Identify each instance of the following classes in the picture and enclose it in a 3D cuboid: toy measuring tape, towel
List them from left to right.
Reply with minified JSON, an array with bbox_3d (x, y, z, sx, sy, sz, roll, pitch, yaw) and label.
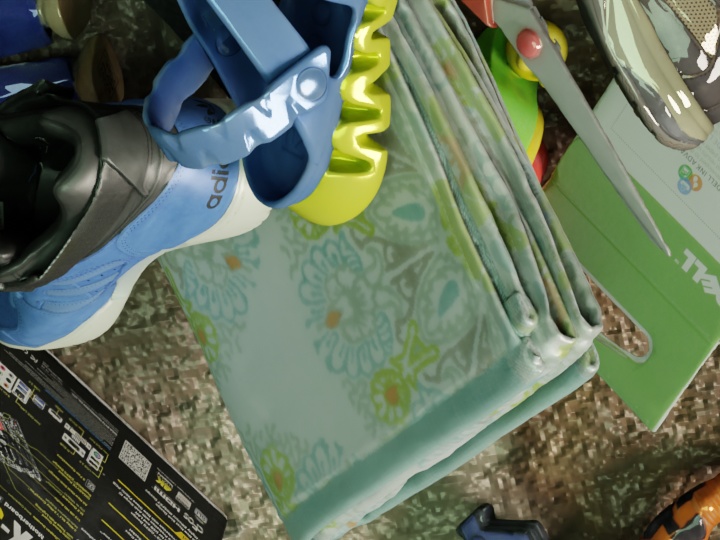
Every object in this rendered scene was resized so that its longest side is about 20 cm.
[{"bbox_3d":[0.000,0.000,1.000,0.200,0.048,0.172,-38,70,45],"label":"towel"},{"bbox_3d":[0.017,-0.025,1.041,0.073,0.074,0.200,38,114,-10],"label":"toy measuring tape"}]

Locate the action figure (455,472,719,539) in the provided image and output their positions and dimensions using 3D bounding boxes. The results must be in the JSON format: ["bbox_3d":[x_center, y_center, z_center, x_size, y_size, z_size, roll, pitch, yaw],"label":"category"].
[{"bbox_3d":[0.136,0.179,1.108,0.193,0.105,0.201,-22,86,23],"label":"action figure"}]

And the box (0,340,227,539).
[{"bbox_3d":[-0.152,0.094,1.075,0.049,0.160,0.200,-40,105,24],"label":"box"}]

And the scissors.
[{"bbox_3d":[0.058,-0.096,0.903,0.200,0.014,0.073,49,130,20],"label":"scissors"}]

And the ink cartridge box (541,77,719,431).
[{"bbox_3d":[0.147,-0.044,0.990,0.104,0.059,0.200,47,127,21],"label":"ink cartridge box"}]

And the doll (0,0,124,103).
[{"bbox_3d":[-0.203,-0.071,1.065,0.199,0.049,0.137,-11,125,14],"label":"doll"}]

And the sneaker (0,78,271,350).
[{"bbox_3d":[-0.131,-0.019,1.015,0.200,0.111,0.077,-24,70,48],"label":"sneaker"}]

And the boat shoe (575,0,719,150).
[{"bbox_3d":[0.094,-0.142,0.906,0.073,0.075,0.201,-29,110,4],"label":"boat shoe"}]

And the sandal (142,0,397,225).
[{"bbox_3d":[-0.030,-0.111,0.906,0.087,0.079,0.201,-6,107,-33],"label":"sandal"}]

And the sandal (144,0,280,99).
[{"bbox_3d":[-0.059,-0.133,1.003,0.075,0.048,0.201,-9,137,25],"label":"sandal"}]
